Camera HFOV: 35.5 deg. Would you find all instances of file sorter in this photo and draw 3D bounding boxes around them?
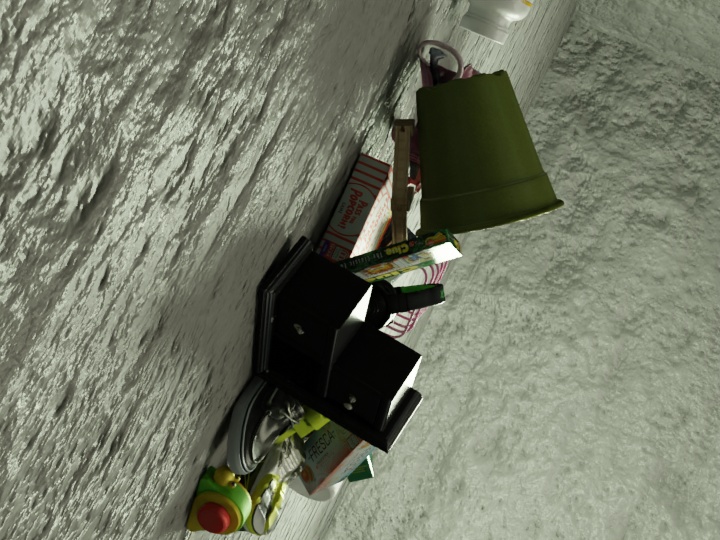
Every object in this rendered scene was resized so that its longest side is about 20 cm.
[{"bbox_3d":[0.057,0.018,1.862,0.139,0.125,0.200,-68,171,15],"label":"file sorter"}]

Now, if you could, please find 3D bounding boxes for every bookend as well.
[{"bbox_3d":[-0.017,0.091,1.326,0.092,0.200,0.199,-53,167,-32],"label":"bookend"}]

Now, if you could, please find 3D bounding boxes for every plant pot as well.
[{"bbox_3d":[0.151,-0.158,1.472,0.200,0.200,0.190,-38,117,-72],"label":"plant pot"}]

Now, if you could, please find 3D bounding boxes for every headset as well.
[{"bbox_3d":[0.017,0.058,1.524,0.124,0.199,0.094,-86,169,-87],"label":"headset"}]

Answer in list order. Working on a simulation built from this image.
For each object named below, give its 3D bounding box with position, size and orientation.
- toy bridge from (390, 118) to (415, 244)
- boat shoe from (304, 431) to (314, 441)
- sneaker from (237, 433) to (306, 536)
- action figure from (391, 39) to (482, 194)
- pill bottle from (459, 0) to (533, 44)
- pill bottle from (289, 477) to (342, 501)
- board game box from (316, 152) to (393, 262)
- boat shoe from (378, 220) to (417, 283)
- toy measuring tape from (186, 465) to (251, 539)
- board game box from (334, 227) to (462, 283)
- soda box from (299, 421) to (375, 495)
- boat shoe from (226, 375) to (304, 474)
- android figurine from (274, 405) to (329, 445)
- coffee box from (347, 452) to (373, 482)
[{"bbox_3d":[0.054,-0.093,1.469,0.067,0.027,0.200,-70,162,-68],"label":"toy bridge"},{"bbox_3d":[-0.089,0.219,1.670,0.200,0.084,0.069,-55,163,-60],"label":"boat shoe"},{"bbox_3d":[-0.137,0.270,1.519,0.200,0.084,0.075,-62,142,-51],"label":"sneaker"},{"bbox_3d":[0.112,-0.199,1.575,0.149,0.134,0.200,46,66,-80],"label":"action figure"},{"bbox_3d":[0.217,-0.440,1.654,0.200,0.104,0.104,-67,171,12],"label":"pill bottle"},{"bbox_3d":[-0.055,0.298,1.996,0.112,0.112,0.200,102,14,-54],"label":"pill bottle"},{"bbox_3d":[-0.001,-0.064,1.547,0.200,0.046,0.152,50,64,-80],"label":"board game box"},{"bbox_3d":[0.000,0.000,1.686,0.200,0.091,0.071,-40,174,9],"label":"boat shoe"},{"bbox_3d":[-0.182,0.324,1.426,0.074,0.073,0.200,-53,165,-55],"label":"toy measuring tape"},{"bbox_3d":[0.024,-0.007,1.418,0.105,0.200,0.024,23,51,-75],"label":"board game box"},{"bbox_3d":[-0.025,0.240,1.569,0.068,0.064,0.200,-17,158,-36],"label":"soda box"},{"bbox_3d":[-0.105,0.168,1.412,0.072,0.071,0.200,69,34,-44],"label":"boat shoe"},{"bbox_3d":[-0.047,0.152,1.511,0.200,0.041,0.182,-36,-161,2],"label":"android figurine"},{"bbox_3d":[-0.025,0.206,1.692,0.123,0.044,0.200,-96,171,-59],"label":"coffee box"}]
